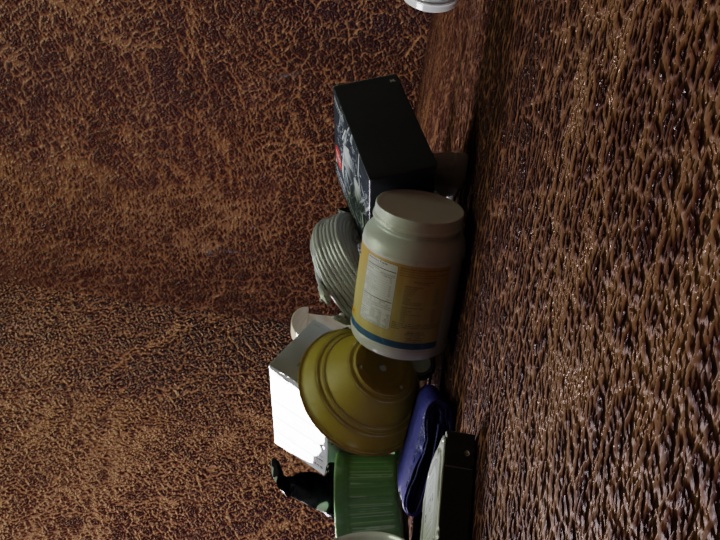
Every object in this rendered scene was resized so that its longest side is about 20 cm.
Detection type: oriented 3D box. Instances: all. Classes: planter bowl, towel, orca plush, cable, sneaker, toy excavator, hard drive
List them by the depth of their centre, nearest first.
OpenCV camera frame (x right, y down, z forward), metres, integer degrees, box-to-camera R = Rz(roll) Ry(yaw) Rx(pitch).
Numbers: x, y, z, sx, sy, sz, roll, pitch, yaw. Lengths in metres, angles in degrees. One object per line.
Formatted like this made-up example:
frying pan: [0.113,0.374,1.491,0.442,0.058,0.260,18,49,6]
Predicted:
hard drive: [0.086,0.286,1.016,0.140,0.037,0.202,98,179,-60]
towel: [0.088,0.231,1.288,0.200,0.049,0.150,118,166,-90]
planter bowl: [0.017,0.154,1.394,0.084,0.198,0.202,130,154,-50]
orca plush: [-0.072,0.309,1.469,0.072,0.105,0.200,-56,-40,-8]
cable: [0.000,0.000,1.521,0.199,0.069,0.202,24,-141,-53]
sneaker: [0.114,-0.154,1.544,0.200,0.087,0.076,109,169,-83]
toy excavator: [0.001,0.133,1.607,0.100,0.192,0.201,97,152,-55]

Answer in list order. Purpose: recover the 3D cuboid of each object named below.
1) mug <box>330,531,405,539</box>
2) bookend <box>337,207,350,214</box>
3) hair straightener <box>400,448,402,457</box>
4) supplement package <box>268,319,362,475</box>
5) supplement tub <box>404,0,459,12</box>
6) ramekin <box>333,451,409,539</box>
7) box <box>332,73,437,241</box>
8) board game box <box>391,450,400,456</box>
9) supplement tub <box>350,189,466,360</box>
mug: [0.015,0.421,1.091,0.200,0.146,0.178,-132,29,-71]
bookend: [0.084,-0.059,1.923,0.199,0.197,0.093,26,115,42]
hair straightener: [0.083,0.255,1.507,0.200,0.040,0.078,-69,-26,-67]
supplement package: [-0.061,0.202,1.530,0.117,0.117,0.201,-45,-29,-34]
supplement tub: [0.147,-0.611,1.864,0.201,0.142,0.146,98,179,-50]
ramekin: [0.020,0.373,1.486,0.200,0.096,0.203,-5,-90,-85]
box: [0.032,-0.153,1.460,0.183,0.103,0.201,91,163,-51]
board game box: [0.065,0.402,1.746,0.200,0.029,0.137,-94,11,-86]
supplement tub: [0.067,0.005,1.346,0.145,0.143,0.202,-83,2,-66]
